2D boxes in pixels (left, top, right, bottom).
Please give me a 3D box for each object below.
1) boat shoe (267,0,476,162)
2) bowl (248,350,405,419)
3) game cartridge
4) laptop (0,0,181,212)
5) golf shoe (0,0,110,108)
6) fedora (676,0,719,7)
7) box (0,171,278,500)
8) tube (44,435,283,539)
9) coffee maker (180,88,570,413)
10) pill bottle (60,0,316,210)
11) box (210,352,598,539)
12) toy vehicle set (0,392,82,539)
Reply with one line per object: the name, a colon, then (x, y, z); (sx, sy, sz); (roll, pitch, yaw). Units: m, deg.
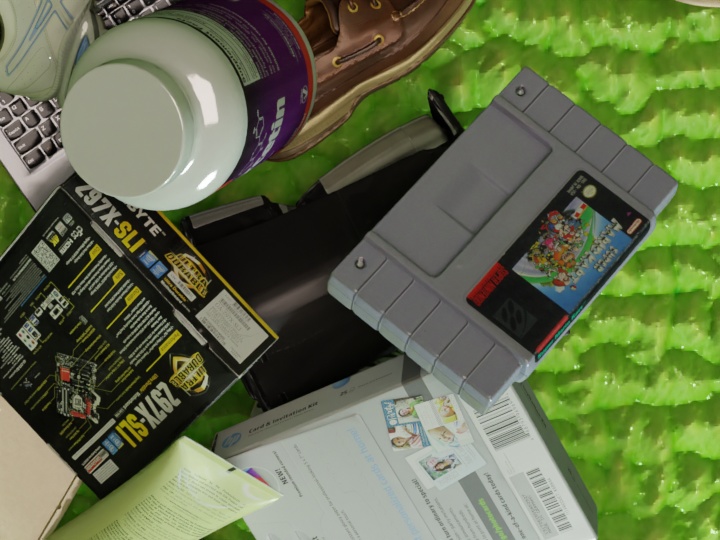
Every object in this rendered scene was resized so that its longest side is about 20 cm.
boat shoe: (-0.003, -0.157, 1.498); (0.200, 0.072, 0.068); (-40, 124, -5)
bowl: (0.021, 0.139, 1.538); (0.199, 0.094, 0.203); (-1, 98, -8)
game cartridge: (0.090, -0.021, 1.390); (0.129, 0.038, 0.200); (36, 63, 15)
laptop: (-0.169, -0.141, 1.464); (0.187, 0.116, 0.201); (-34, 100, -2)
golf shoe: (-0.190, -0.192, 1.371); (0.096, 0.078, 0.202); (4, 117, -22)
fedora: (0.235, -0.269, 1.527); (0.198, 0.082, 0.203); (0, 97, -3)
box: (-0.162, 0.041, 1.445); (0.160, 0.200, 0.049); (45, 47, -1)
tube: (-0.134, 0.158, 1.459); (0.058, 0.200, 0.052); (-11, 74, -43)
coffee maker: (0.000, 0.000, 1.469); (0.199, 0.192, 0.135); (-27, 116, -3)
pill bottle: (-0.105, -0.102, 1.375); (0.111, 0.200, 0.114); (5, 106, 16)
box: (0.028, 0.136, 1.445); (0.199, 0.041, 0.157); (-24, 113, 16)
toy vehicle set: (-0.286, 0.118, 1.523); (0.199, 0.027, 0.125); (32, 91, -11)
